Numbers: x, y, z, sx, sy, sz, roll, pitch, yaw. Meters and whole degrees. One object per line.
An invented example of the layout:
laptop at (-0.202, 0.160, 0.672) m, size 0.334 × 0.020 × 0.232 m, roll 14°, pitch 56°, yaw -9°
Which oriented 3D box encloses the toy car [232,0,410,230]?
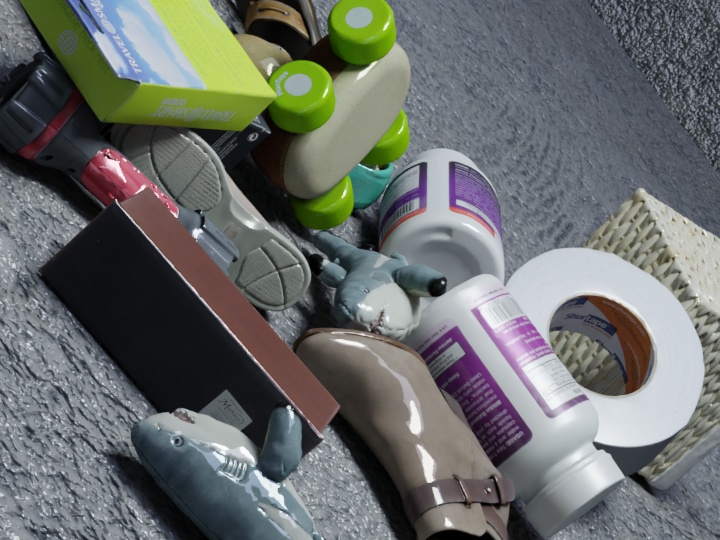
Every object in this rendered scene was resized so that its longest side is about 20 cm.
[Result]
toy car at (-0.074, -0.160, 1.710) m, size 0.199 × 0.158 × 0.165 m, roll 30°, pitch -26°, yaw 24°

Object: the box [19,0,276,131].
box at (-0.153, -0.158, 1.433) m, size 0.122 × 0.048 × 0.200 m, roll 54°, pitch 23°, yaw 17°

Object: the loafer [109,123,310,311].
loafer at (-0.117, -0.047, 1.512) m, size 0.200 × 0.072 × 0.063 m, roll 46°, pitch 0°, yaw -29°

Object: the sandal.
sandal at (-0.078, -0.214, 1.933) m, size 0.054 × 0.082 × 0.201 m, roll 0°, pitch 56°, yaw -38°

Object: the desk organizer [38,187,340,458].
desk organizer at (-0.106, 0.045, 1.329) m, size 0.200 × 0.072 × 0.077 m, roll 49°, pitch 16°, yaw -1°

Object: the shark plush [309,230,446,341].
shark plush at (0.000, 0.000, 1.605) m, size 0.083 × 0.091 × 0.200 m, roll 16°, pitch 28°, yaw -22°

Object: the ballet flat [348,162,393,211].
ballet flat at (-0.046, -0.139, 1.832) m, size 0.200 × 0.070 × 0.067 m, roll 43°, pitch 20°, yaw -19°

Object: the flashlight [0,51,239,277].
flashlight at (-0.167, -0.060, 1.407) m, size 0.200 × 0.068 × 0.068 m, roll 43°, pitch 45°, yaw -21°

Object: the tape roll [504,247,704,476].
tape roll at (0.200, 0.081, 1.807) m, size 0.199 × 0.066 × 0.202 m, roll 10°, pitch 56°, yaw -15°

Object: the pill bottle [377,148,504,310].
pill bottle at (0.071, -0.035, 1.833) m, size 0.111 × 0.111 × 0.200 m, roll 44°, pitch 19°, yaw -16°

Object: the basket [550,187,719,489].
basket at (0.284, 0.066, 2.005) m, size 0.160 × 0.200 × 0.199 m, roll 30°, pitch 26°, yaw -32°

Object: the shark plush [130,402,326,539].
shark plush at (-0.071, 0.175, 1.226) m, size 0.083 × 0.091 × 0.201 m, roll -13°, pitch 83°, yaw -48°

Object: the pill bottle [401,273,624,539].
pill bottle at (0.122, 0.112, 1.660) m, size 0.201 × 0.112 × 0.112 m, roll 54°, pitch 19°, yaw 13°

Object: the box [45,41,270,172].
box at (-0.174, -0.175, 1.596) m, size 0.141 × 0.079 × 0.201 m, roll 26°, pitch 30°, yaw -55°

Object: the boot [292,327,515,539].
boot at (0.038, 0.136, 1.498) m, size 0.199 × 0.070 × 0.147 m, roll 27°, pitch 35°, yaw -37°
